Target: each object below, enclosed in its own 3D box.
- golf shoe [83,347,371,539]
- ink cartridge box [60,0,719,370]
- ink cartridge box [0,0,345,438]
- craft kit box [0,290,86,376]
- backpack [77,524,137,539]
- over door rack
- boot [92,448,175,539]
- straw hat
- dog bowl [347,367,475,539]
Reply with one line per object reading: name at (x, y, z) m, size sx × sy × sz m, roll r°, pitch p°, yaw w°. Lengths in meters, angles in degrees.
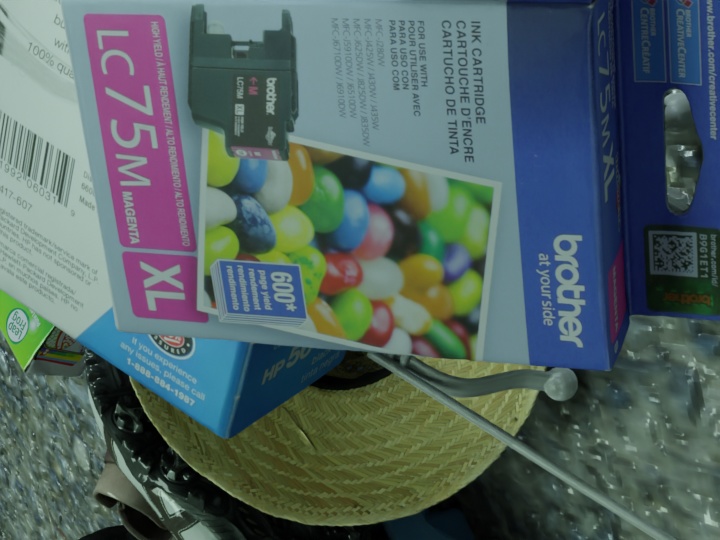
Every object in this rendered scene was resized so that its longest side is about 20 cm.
golf shoe at (-0.061, 0.112, 0.837) m, size 0.200 × 0.078 × 0.095 m, roll 48°, pitch 139°, yaw 25°
ink cartridge box at (0.012, -0.033, 0.581) m, size 0.199 × 0.042 × 0.120 m, roll 3°, pitch 118°, yaw 17°
ink cartridge box at (-0.059, -0.067, 0.681) m, size 0.146 × 0.084 × 0.201 m, roll 32°, pitch 125°, yaw 23°
craft kit box at (-0.154, -0.083, 1.006) m, size 0.198 × 0.048 × 0.200 m, roll -50°, pitch 55°, yaw 23°
backpack at (-0.091, 0.238, 1.105) m, size 0.127 × 0.166 × 0.201 m, roll -122°, pitch 18°, yaw -69°
over door rack at (0.094, 0.020, 0.667) m, size 0.200 × 0.066 × 0.148 m, roll 41°, pitch 136°, yaw 25°
boot at (-0.086, 0.048, 0.926) m, size 0.070 × 0.147 × 0.200 m, roll 17°, pitch 156°, yaw 19°
straw hat at (0.000, 0.000, 0.804) m, size 0.085 × 0.200 × 0.202 m, roll -32°, pitch -75°, yaw -73°
dog bowl at (0.014, 0.117, 0.912) m, size 0.201 × 0.049 × 0.111 m, roll 67°, pitch 154°, yaw 9°
